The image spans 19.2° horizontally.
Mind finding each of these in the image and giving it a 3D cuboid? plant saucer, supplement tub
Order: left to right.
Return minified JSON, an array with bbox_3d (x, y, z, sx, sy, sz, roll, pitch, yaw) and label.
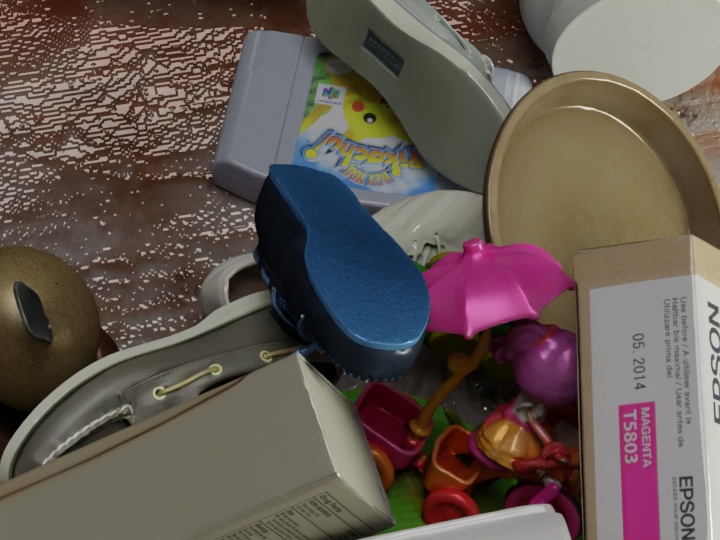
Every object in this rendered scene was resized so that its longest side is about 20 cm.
[{"bbox_3d":[0.149,-0.023,1.307,0.199,0.029,0.202,11,72,-34],"label":"plant saucer"},{"bbox_3d":[0.170,-0.226,1.435,0.144,0.146,0.201,-5,55,-7],"label":"supplement tub"}]

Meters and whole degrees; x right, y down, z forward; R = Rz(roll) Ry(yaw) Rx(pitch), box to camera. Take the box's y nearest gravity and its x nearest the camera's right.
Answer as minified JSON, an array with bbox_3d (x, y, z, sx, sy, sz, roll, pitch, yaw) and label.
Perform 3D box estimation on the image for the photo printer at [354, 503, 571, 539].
[{"bbox_3d":[0.013,0.198,1.113,0.198,0.167,0.070,-12,57,-3],"label":"photo printer"}]

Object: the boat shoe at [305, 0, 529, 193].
[{"bbox_3d":[0.050,-0.130,1.364,0.071,0.070,0.201,-18,56,-44],"label":"boat shoe"}]

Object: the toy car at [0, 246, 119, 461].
[{"bbox_3d":[-0.206,0.046,1.188,0.157,0.201,0.164,-29,61,-22],"label":"toy car"}]

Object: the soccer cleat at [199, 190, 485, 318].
[{"bbox_3d":[0.000,0.000,1.301,0.199,0.078,0.070,-16,93,-10],"label":"soccer cleat"}]

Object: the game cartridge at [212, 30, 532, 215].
[{"bbox_3d":[0.008,-0.087,1.396,0.198,0.041,0.134,9,59,3],"label":"game cartridge"}]

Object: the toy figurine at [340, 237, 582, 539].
[{"bbox_3d":[0.076,0.074,1.178,0.199,0.185,0.150,29,38,6],"label":"toy figurine"}]

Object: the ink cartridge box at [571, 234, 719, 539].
[{"bbox_3d":[0.183,0.098,1.130,0.075,0.164,0.202,-10,72,31],"label":"ink cartridge box"}]

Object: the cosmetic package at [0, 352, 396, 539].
[{"bbox_3d":[-0.094,0.125,1.081,0.199,0.104,0.073,-24,64,7],"label":"cosmetic package"}]

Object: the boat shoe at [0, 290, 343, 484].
[{"bbox_3d":[-0.100,0.077,1.155,0.201,0.072,0.060,-28,48,-28],"label":"boat shoe"}]

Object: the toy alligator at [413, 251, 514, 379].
[{"bbox_3d":[0.043,0.024,1.278,0.199,0.054,0.060,22,49,-27],"label":"toy alligator"}]

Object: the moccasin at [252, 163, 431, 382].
[{"bbox_3d":[-0.011,0.012,1.139,0.080,0.069,0.200,12,24,-18],"label":"moccasin"}]
